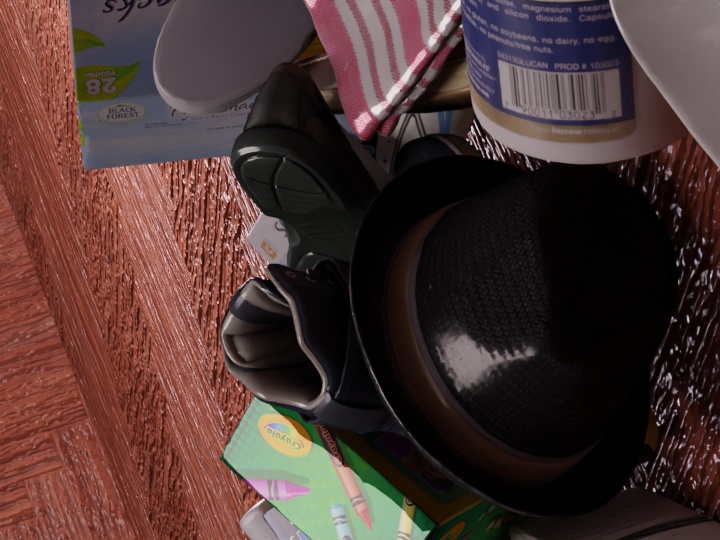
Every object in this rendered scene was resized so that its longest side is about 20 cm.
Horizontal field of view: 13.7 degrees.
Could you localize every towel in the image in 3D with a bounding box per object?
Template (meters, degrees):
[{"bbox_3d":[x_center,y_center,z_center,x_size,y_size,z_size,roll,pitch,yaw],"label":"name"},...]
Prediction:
[{"bbox_3d":[0.024,-0.181,1.499,0.200,0.030,0.147,-53,50,41],"label":"towel"}]

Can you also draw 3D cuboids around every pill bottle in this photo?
[{"bbox_3d":[0.092,-0.155,1.249,0.111,0.111,0.201,-125,23,-53],"label":"pill bottle"}]

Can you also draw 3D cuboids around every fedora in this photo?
[{"bbox_3d":[0.089,0.014,1.421,0.092,0.200,0.201,-41,63,42],"label":"fedora"}]

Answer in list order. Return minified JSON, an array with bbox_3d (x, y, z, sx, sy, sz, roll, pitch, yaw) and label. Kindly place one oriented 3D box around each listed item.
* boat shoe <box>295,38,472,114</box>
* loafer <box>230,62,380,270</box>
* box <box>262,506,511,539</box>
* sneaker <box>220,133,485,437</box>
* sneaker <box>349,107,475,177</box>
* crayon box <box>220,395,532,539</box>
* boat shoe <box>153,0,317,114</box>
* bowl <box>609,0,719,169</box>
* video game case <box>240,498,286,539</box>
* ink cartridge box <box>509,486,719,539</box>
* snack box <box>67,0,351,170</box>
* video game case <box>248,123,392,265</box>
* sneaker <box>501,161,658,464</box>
[{"bbox_3d":[0.029,-0.121,1.575,0.200,0.072,0.072,-4,89,56],"label":"boat shoe"},{"bbox_3d":[-0.011,-0.038,1.610,0.200,0.072,0.063,59,-143,-56],"label":"loafer"},{"bbox_3d":[0.050,0.154,1.609,0.040,0.200,0.137,-42,77,32],"label":"box"},{"bbox_3d":[0.001,-0.001,1.499,0.203,0.146,0.077,-100,27,-42],"label":"sneaker"},{"bbox_3d":[0.028,-0.095,1.674,0.201,0.072,0.072,88,161,-44],"label":"sneaker"},{"bbox_3d":[0.032,0.089,1.557,0.119,0.200,0.058,39,119,18],"label":"crayon box"},{"bbox_3d":[-0.039,-0.161,1.637,0.071,0.200,0.070,35,170,7],"label":"boat shoe"},{"bbox_3d":[0.158,-0.131,1.093,0.200,0.074,0.200,-122,20,-50],"label":"bowl"},{"bbox_3d":[0.041,0.168,1.642,0.182,0.200,0.023,50,122,4],"label":"video game case"},{"bbox_3d":[0.156,0.200,1.489,0.200,0.084,0.147,-155,49,-73],"label":"ink cartridge box"},{"bbox_3d":[-0.089,-0.160,1.763,0.068,0.168,0.201,90,173,-53],"label":"snack box"},{"bbox_3d":[0.025,0.018,1.726,0.200,0.022,0.182,45,158,4],"label":"video game case"},{"bbox_3d":[0.094,0.022,1.546,0.200,0.078,0.091,56,149,40],"label":"sneaker"}]
